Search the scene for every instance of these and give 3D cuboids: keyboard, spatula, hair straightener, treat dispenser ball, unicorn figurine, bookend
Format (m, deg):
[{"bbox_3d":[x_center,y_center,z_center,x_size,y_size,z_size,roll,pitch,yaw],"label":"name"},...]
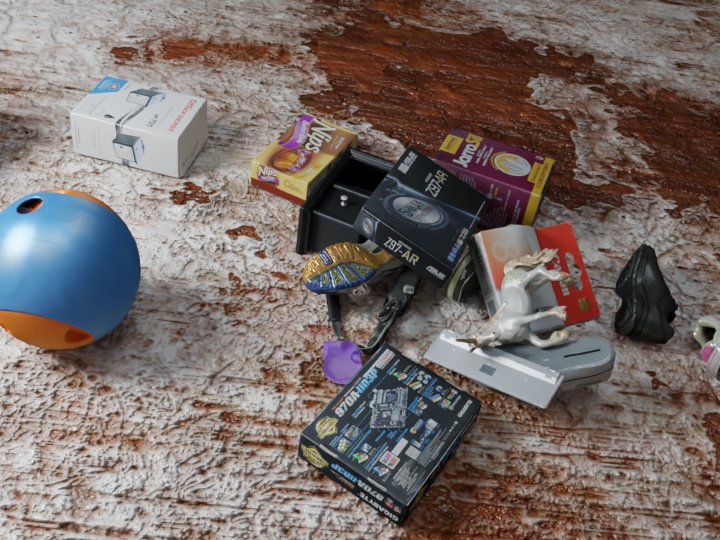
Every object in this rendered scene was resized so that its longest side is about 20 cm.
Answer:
[{"bbox_3d":[0.177,0.131,1.076,0.197,0.011,0.057,19,62,38],"label":"keyboard"},{"bbox_3d":[-0.034,0.080,1.132,0.055,0.021,0.202,5,40,-15],"label":"spatula"},{"bbox_3d":[0.046,0.047,1.142,0.040,0.078,0.200,32,43,8],"label":"hair straightener"},{"bbox_3d":[-0.383,-0.001,1.013,0.196,0.204,0.203,6,40,-5],"label":"treat dispenser ball"},{"bbox_3d":[0.221,0.056,1.093,0.134,0.075,0.202,-4,35,23],"label":"unicorn figurine"},{"bbox_3d":[0.024,-0.086,1.279,0.195,0.093,0.201,21,43,12],"label":"bookend"}]

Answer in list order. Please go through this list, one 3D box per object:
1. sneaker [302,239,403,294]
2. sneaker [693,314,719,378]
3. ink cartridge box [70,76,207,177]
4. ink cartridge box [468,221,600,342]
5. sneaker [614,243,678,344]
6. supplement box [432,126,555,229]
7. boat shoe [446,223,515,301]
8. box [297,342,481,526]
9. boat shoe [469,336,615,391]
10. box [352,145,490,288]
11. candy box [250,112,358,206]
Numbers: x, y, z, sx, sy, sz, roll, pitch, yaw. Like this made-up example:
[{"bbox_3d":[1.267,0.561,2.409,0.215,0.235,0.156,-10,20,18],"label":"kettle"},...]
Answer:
[{"bbox_3d":[0.000,0.000,1.187,0.197,0.089,0.076,-20,66,-25],"label":"sneaker"},{"bbox_3d":[0.545,0.138,1.151,0.086,0.083,0.202,3,33,-6],"label":"sneaker"},{"bbox_3d":[-0.385,-0.255,1.393,0.195,0.087,0.148,12,40,5],"label":"ink cartridge box"},{"bbox_3d":[0.275,0.010,1.201,0.196,0.050,0.166,-11,77,-20],"label":"ink cartridge box"},{"bbox_3d":[0.457,0.041,1.253,0.089,0.077,0.202,23,48,1],"label":"sneaker"},{"bbox_3d":[0.226,-0.154,1.391,0.196,0.105,0.132,20,43,12],"label":"supplement box"},{"bbox_3d":[0.211,-0.008,1.244,0.065,0.073,0.200,33,46,24],"label":"boat shoe"},{"bbox_3d":[0.040,0.197,0.995,0.157,0.047,0.200,28,44,20],"label":"box"},{"bbox_3d":[0.251,0.144,1.087,0.195,0.068,0.075,-6,43,15],"label":"boat shoe"},{"bbox_3d":[0.097,-0.086,1.194,0.159,0.044,0.201,34,43,2],"label":"box"},{"bbox_3d":[-0.097,-0.200,1.413,0.115,0.057,0.201,23,44,15],"label":"candy box"}]
